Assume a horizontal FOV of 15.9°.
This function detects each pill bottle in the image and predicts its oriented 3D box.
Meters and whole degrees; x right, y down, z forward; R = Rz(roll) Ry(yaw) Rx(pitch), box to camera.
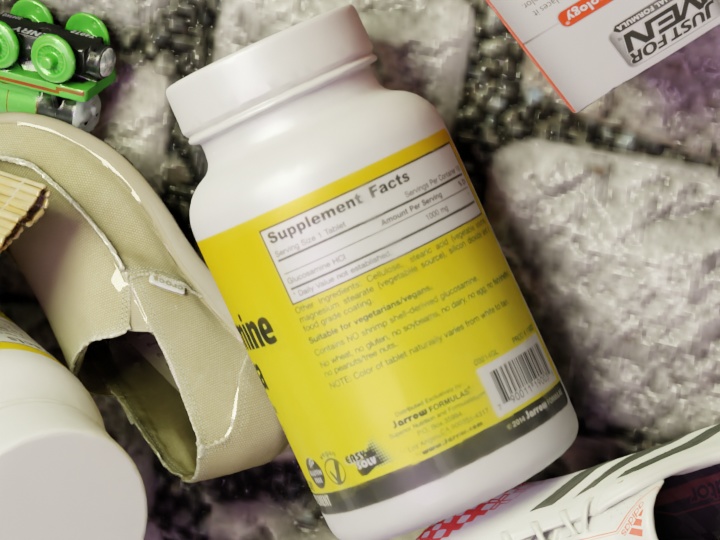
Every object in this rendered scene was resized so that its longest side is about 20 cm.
[{"bbox_3d":[0.000,0.000,1.044,0.112,0.112,0.200,-23,93,28],"label":"pill bottle"},{"bbox_3d":[-0.179,0.071,1.099,0.200,0.114,0.115,34,121,51],"label":"pill bottle"}]

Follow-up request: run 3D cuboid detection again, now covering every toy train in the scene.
[{"bbox_3d":[-0.198,-0.102,1.151,0.200,0.042,0.057,16,121,20],"label":"toy train"}]

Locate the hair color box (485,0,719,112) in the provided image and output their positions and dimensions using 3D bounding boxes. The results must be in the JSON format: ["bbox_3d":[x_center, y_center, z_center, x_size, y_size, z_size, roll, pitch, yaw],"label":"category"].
[{"bbox_3d":[0.064,-0.161,0.929,0.101,0.061,0.200,-31,126,15],"label":"hair color box"}]

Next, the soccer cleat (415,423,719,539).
[{"bbox_3d":[0.092,0.109,1.010,0.200,0.085,0.069,-21,89,3],"label":"soccer cleat"}]

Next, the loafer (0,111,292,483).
[{"bbox_3d":[-0.106,0.013,1.112,0.200,0.068,0.076,43,140,8],"label":"loafer"}]

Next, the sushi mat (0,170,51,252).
[{"bbox_3d":[-0.216,-0.018,1.117,0.200,0.096,0.012,19,152,48],"label":"sushi mat"}]
